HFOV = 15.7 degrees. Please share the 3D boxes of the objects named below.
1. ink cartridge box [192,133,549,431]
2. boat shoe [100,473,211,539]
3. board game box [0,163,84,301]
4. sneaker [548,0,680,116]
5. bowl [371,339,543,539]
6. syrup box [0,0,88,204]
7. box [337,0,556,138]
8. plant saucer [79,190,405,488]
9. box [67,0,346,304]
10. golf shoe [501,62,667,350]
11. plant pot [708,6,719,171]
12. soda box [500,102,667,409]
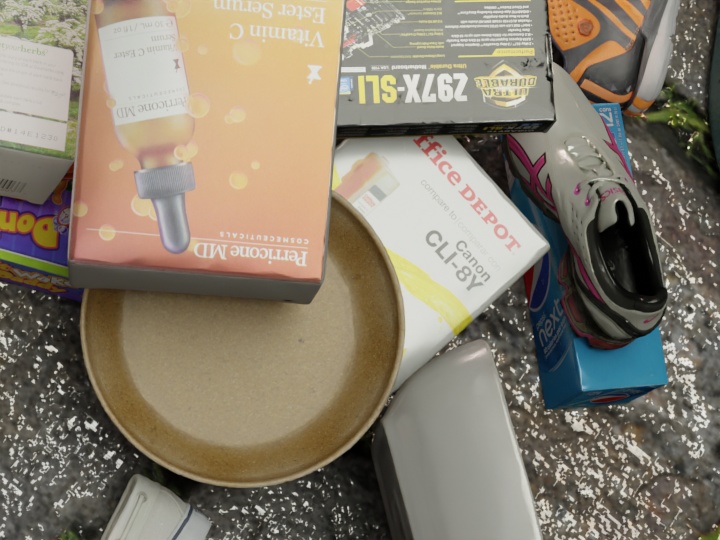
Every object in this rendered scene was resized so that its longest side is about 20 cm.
[{"bbox_3d":[0.000,0.000,1.691,0.200,0.083,0.145,-42,91,-13],"label":"ink cartridge box"},{"bbox_3d":[-0.178,0.204,1.591,0.086,0.075,0.202,39,63,-7],"label":"boat shoe"},{"bbox_3d":[-0.208,-0.060,1.670,0.200,0.045,0.135,16,70,-16],"label":"board game box"},{"bbox_3d":[0.171,-0.216,1.841,0.112,0.078,0.200,18,70,-16],"label":"sneaker"},{"bbox_3d":[0.060,0.155,1.636,0.075,0.200,0.200,-14,80,-6],"label":"bowl"},{"bbox_3d":[-0.216,-0.152,1.624,0.079,0.081,0.200,10,67,-19],"label":"syrup box"},{"bbox_3d":[0.019,-0.165,1.654,0.200,0.049,0.160,-3,83,-9],"label":"box"},{"bbox_3d":[-0.073,0.034,1.612,0.200,0.035,0.200,1,84,-7],"label":"plant saucer"},{"bbox_3d":[-0.091,-0.088,1.551,0.152,0.106,0.200,4,82,-5],"label":"box"},{"bbox_3d":[0.155,-0.052,1.711,0.073,0.092,0.200,-18,81,-22],"label":"golf shoe"},{"bbox_3d":[0.357,-0.120,1.831,0.196,0.196,0.200,20,79,-15],"label":"plant pot"},{"bbox_3d":[0.151,-0.010,1.783,0.068,0.064,0.200,-4,76,-21],"label":"soda box"}]
